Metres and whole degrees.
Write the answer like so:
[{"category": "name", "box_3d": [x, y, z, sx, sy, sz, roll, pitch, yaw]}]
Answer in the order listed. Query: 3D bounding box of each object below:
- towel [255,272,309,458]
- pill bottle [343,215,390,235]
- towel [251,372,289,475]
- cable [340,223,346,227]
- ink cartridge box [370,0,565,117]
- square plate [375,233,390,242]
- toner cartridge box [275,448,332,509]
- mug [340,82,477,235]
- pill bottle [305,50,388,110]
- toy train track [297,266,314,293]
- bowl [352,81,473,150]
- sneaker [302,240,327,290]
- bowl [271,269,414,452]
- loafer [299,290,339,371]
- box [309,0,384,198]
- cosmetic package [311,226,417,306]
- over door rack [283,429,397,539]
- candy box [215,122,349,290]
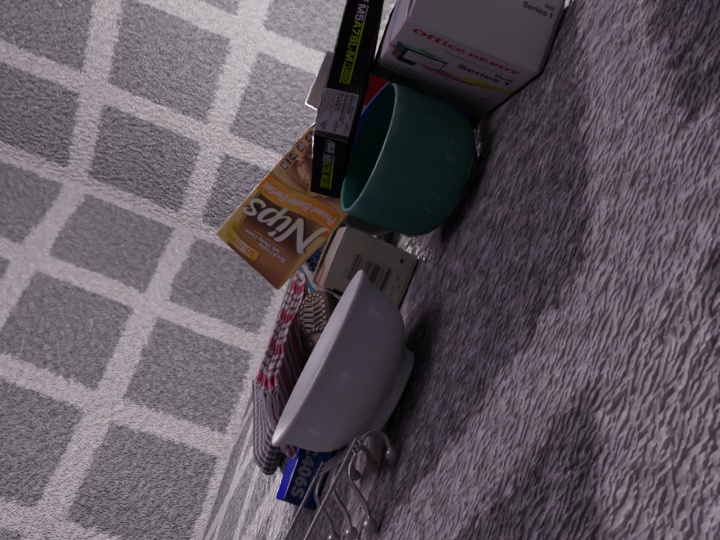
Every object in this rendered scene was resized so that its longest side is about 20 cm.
[{"category": "towel", "box_3d": [-0.081, 0.122, 1.164, 0.200, 0.030, 0.147, -74, -22, -45]}, {"category": "pill bottle", "box_3d": [0.023, -0.120, 1.305, 0.200, 0.111, 0.111, -72, 5, -78]}, {"category": "towel", "box_3d": [-0.114, 0.192, 1.382, 0.200, 0.085, 0.166, -97, 21, -51]}, {"category": "cable", "box_3d": [-0.055, -0.111, 1.416, 0.163, 0.051, 0.200, -14, -51, -59]}, {"category": "ink cartridge box", "box_3d": [0.104, -0.243, 0.939, 0.200, 0.145, 0.084, 161, 129, -81]}, {"category": "square plate", "box_3d": [0.011, -0.022, 1.474, 0.198, 0.028, 0.200, 118, 171, -46]}, {"category": "toner cartridge box", "box_3d": [-0.055, 0.214, 1.195, 0.095, 0.043, 0.200, 135, 155, -73]}, {"category": "mug", "box_3d": [0.057, -0.121, 1.004, 0.185, 0.114, 0.152, -108, 39, -69]}, {"category": "pill bottle", "box_3d": [0.026, -0.249, 1.334, 0.112, 0.200, 0.112, -159, 90, -83]}, {"category": "toy train track", "box_3d": [-0.100, 0.000, 1.310, 0.200, 0.032, 0.115, 61, 171, 26]}, {"category": "bowl", "box_3d": [0.073, -0.202, 1.147, 0.200, 0.039, 0.201, -33, 31, 23]}, {"category": "sneaker", "box_3d": [-0.072, -0.043, 1.310, 0.088, 0.075, 0.200, -55, -38, -58]}, {"category": "bowl", "box_3d": [-0.006, 0.106, 0.912, 0.201, 0.090, 0.201, -63, 4, 8]}, {"category": "loafer", "box_3d": [-0.032, 0.125, 1.123, 0.076, 0.068, 0.200, -7, 81, 47]}, {"category": "box", "box_3d": [-0.016, -0.208, 1.051, 0.193, 0.047, 0.200, 98, -175, -75]}, {"category": "cosmetic package", "box_3d": [0.000, 0.000, 1.187, 0.200, 0.103, 0.087, -163, 95, -84]}, {"category": "over door rack", "box_3d": [-0.045, 0.250, 0.838, 0.200, 0.067, 0.148, -49, -3, -27]}, {"category": "candy box", "box_3d": [-0.084, -0.085, 1.193, 0.200, 0.115, 0.055, -46, 5, 16]}]
